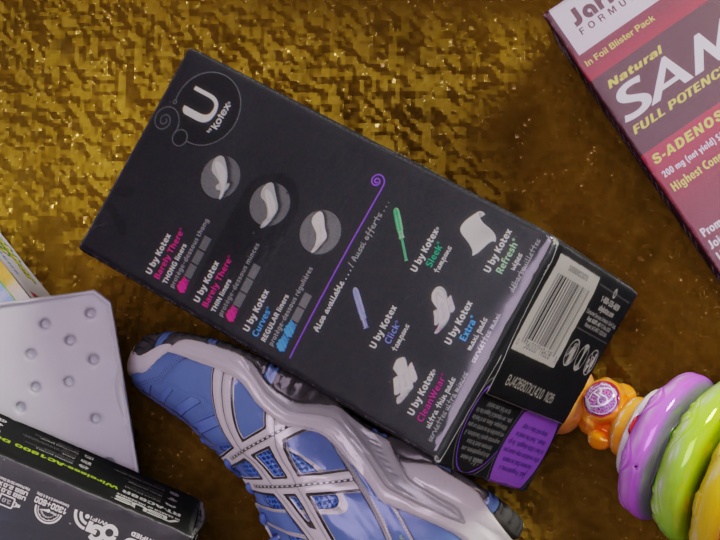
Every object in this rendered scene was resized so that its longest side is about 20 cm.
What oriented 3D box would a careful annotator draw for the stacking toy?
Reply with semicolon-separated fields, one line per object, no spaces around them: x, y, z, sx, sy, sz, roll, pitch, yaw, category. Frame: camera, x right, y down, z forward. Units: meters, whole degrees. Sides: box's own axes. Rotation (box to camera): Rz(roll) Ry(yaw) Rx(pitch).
0.156;0.085;0.917;0.200;0.110;0.116;26;88;28;stacking toy

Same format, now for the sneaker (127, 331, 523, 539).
-0.028;0.093;0.955;0.200;0.076;0.077;30;86;15;sneaker

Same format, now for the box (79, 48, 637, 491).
0.000;0.000;0.919;0.200;0.122;0.106;29;91;25;box

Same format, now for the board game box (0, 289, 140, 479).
-0.199;0.118;0.972;0.200;0.026;0.200;-8;99;1;board game box

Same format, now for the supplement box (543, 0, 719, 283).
0.182;-0.060;0.937;0.109;0.061;0.200;-35;77;7;supplement box

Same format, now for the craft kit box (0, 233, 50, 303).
-0.253;0.047;1.026;0.200;0.049;0.198;-41;80;5;craft kit box

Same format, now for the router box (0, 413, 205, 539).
-0.190;0.138;0.931;0.200;0.062;0.150;23;99;-4;router box
